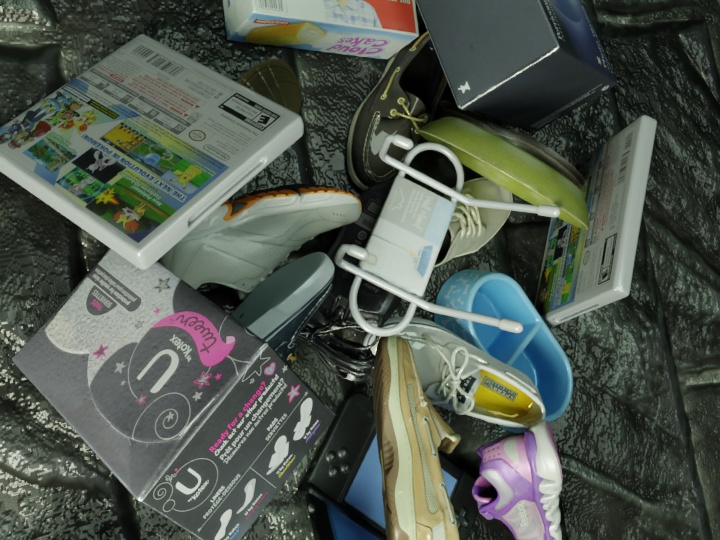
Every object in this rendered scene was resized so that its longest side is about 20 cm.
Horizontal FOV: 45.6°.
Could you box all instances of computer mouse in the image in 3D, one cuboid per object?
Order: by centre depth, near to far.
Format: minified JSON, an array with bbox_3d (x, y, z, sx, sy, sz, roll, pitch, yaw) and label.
[{"bbox_3d":[0.000,0.000,0.828,0.137,0.053,0.201,33,72,14],"label":"computer mouse"}]

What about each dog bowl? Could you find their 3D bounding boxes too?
[{"bbox_3d":[0.164,0.087,0.946,0.111,0.049,0.201,-44,105,-30],"label":"dog bowl"}]

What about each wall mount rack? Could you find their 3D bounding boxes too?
[{"bbox_3d":[0.076,-0.028,0.774,0.171,0.075,0.203,24,71,-5],"label":"wall mount rack"}]

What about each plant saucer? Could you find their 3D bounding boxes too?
[{"bbox_3d":[0.149,-0.104,0.863,0.198,0.200,0.031,27,98,-26],"label":"plant saucer"}]

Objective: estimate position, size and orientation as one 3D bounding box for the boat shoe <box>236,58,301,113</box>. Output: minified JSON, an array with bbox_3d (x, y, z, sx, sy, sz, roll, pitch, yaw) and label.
[{"bbox_3d":[-0.122,-0.129,0.793,0.072,0.065,0.202,59,40,-29],"label":"boat shoe"}]

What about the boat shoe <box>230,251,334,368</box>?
[{"bbox_3d":[-0.082,0.078,0.755,0.200,0.071,0.091,-43,113,0],"label":"boat shoe"}]

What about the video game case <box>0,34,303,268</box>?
[{"bbox_3d":[-0.177,-0.107,0.695,0.198,0.022,0.182,30,58,25],"label":"video game case"}]

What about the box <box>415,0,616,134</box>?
[{"bbox_3d":[0.157,-0.270,0.902,0.197,0.122,0.203,-3,69,-57],"label":"box"}]

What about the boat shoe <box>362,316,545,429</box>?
[{"bbox_3d":[0.097,0.111,0.853,0.199,0.086,0.076,27,97,-11],"label":"boat shoe"}]

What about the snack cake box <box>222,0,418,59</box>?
[{"bbox_3d":[-0.041,-0.292,0.873,0.197,0.067,0.118,-2,81,-33],"label":"snack cake box"}]

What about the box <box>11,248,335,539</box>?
[{"bbox_3d":[-0.140,0.084,0.634,0.133,0.199,0.115,-50,140,-12],"label":"box"}]

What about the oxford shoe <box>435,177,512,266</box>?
[{"bbox_3d":[0.104,-0.050,0.929,0.198,0.057,0.076,-26,94,-34],"label":"oxford shoe"}]

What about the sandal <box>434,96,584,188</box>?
[{"bbox_3d":[0.162,-0.134,0.972,0.197,0.082,0.055,24,99,-17],"label":"sandal"}]

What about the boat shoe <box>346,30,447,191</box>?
[{"bbox_3d":[0.045,-0.177,0.911,0.071,0.060,0.204,33,66,-24],"label":"boat shoe"}]

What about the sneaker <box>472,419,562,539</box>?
[{"bbox_3d":[0.160,0.235,0.880,0.087,0.081,0.203,-10,130,3],"label":"sneaker"}]

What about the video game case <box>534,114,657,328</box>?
[{"bbox_3d":[0.256,-0.047,0.951,0.022,0.182,0.204,19,71,-11],"label":"video game case"}]

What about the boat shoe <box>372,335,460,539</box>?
[{"bbox_3d":[0.054,0.154,0.783,0.074,0.072,0.204,-2,65,-5],"label":"boat shoe"}]

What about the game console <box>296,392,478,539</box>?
[{"bbox_3d":[0.049,0.237,0.807,0.199,0.116,0.178,40,63,-21],"label":"game console"}]

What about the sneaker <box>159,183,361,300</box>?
[{"bbox_3d":[-0.091,-0.025,0.789,0.196,0.076,0.094,-11,103,-15],"label":"sneaker"}]
